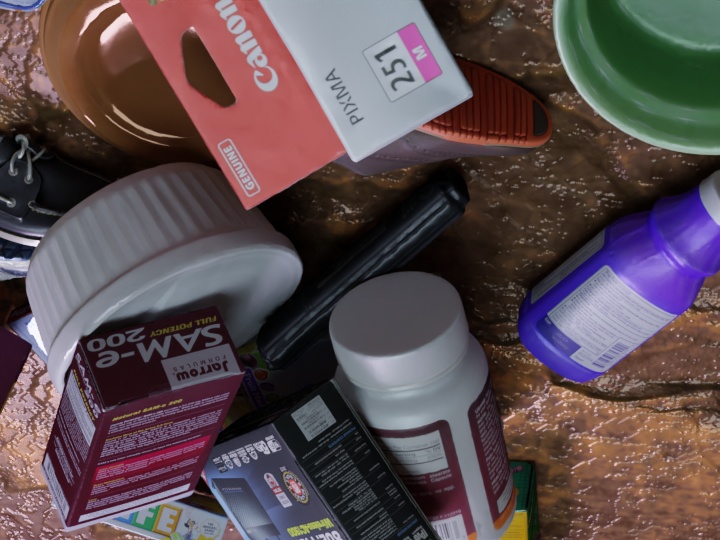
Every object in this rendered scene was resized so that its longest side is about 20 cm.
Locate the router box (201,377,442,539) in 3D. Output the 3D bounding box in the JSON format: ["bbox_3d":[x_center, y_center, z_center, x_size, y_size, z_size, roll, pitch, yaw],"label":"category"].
[{"bbox_3d":[-0.035,0.170,1.418,0.150,0.062,0.200,55,155,-2],"label":"router box"}]

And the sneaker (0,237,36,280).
[{"bbox_3d":[-0.305,-0.017,1.499,0.200,0.077,0.085,5,141,17],"label":"sneaker"}]

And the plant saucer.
[{"bbox_3d":[-0.133,-0.148,1.364,0.200,0.037,0.200,6,130,7],"label":"plant saucer"}]

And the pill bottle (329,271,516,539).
[{"bbox_3d":[0.044,0.107,1.411,0.114,0.114,0.200,-4,127,14],"label":"pill bottle"}]

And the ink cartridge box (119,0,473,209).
[{"bbox_3d":[-0.050,-0.159,1.260,0.173,0.044,0.200,-30,104,5],"label":"ink cartridge box"}]

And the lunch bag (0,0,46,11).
[{"bbox_3d":[-0.286,-0.257,1.278,0.200,0.076,0.160,15,134,-3],"label":"lunch bag"}]

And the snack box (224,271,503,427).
[{"bbox_3d":[-0.007,0.098,1.529,0.200,0.068,0.169,-12,126,19],"label":"snack box"}]

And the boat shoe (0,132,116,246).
[{"bbox_3d":[-0.262,-0.069,1.434,0.200,0.073,0.063,12,133,5],"label":"boat shoe"}]

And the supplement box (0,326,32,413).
[{"bbox_3d":[-0.356,0.116,1.539,0.103,0.131,0.200,30,150,-13],"label":"supplement box"}]

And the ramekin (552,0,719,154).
[{"bbox_3d":[0.224,-0.181,1.221,0.200,0.098,0.200,6,131,7],"label":"ramekin"}]

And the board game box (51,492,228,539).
[{"bbox_3d":[-0.179,0.190,1.580,0.134,0.034,0.200,18,175,-5],"label":"board game box"}]

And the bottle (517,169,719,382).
[{"bbox_3d":[0.203,0.002,1.404,0.083,0.065,0.200,33,128,-18],"label":"bottle"}]

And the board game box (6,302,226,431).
[{"bbox_3d":[-0.188,0.088,1.589,0.103,0.019,0.200,-22,123,29],"label":"board game box"}]

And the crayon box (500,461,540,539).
[{"bbox_3d":[0.048,0.218,1.627,0.200,0.058,0.119,1,130,11],"label":"crayon box"}]

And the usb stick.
[{"bbox_3d":[0.000,0.000,1.419,0.200,0.055,0.033,-42,106,17],"label":"usb stick"}]

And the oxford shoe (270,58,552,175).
[{"bbox_3d":[0.032,-0.103,1.347,0.200,0.071,0.073,8,141,-3],"label":"oxford shoe"}]

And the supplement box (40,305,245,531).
[{"bbox_3d":[-0.161,0.110,1.399,0.109,0.061,0.200,-14,154,-26],"label":"supplement box"}]

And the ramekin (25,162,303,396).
[{"bbox_3d":[-0.150,0.005,1.406,0.202,0.202,0.094,-48,65,38],"label":"ramekin"}]
